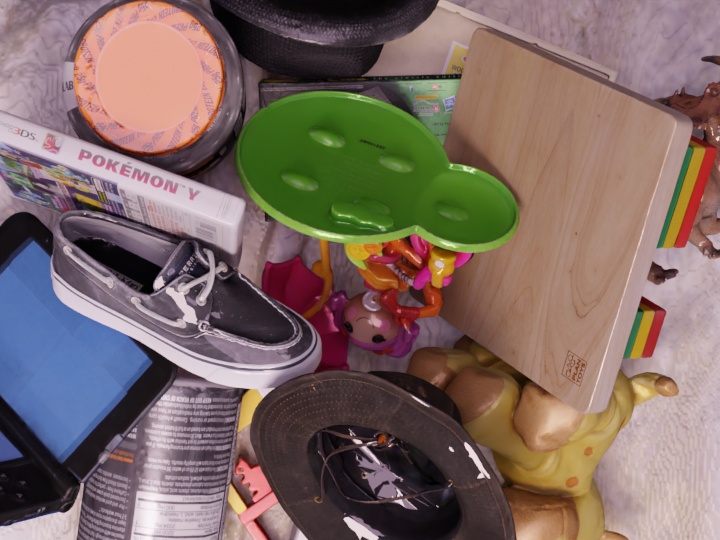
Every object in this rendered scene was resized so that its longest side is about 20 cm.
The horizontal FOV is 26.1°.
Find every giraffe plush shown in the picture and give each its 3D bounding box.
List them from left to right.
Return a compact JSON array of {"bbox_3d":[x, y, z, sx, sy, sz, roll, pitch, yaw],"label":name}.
[{"bbox_3d":[0.129,0.144,1.139,0.198,0.172,0.164,-2,104,-38],"label":"giraffe plush"}]

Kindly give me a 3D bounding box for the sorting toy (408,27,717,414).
[{"bbox_3d":[0.138,-0.038,1.060,0.069,0.198,0.202,-1,114,-38],"label":"sorting toy"}]

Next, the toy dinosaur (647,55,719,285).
[{"bbox_3d":[0.218,-0.066,1.159,0.198,0.086,0.137,-24,92,3],"label":"toy dinosaur"}]

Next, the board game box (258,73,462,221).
[{"bbox_3d":[0.026,-0.090,1.145,0.197,0.023,0.106,-1,104,2],"label":"board game box"}]

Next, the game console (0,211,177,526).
[{"bbox_3d":[-0.255,0.061,1.044,0.200,0.170,0.119,40,117,29],"label":"game console"}]

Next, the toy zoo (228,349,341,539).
[{"bbox_3d":[-0.036,0.153,1.176,0.131,0.020,0.201,-34,93,-2],"label":"toy zoo"}]

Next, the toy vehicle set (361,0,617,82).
[{"bbox_3d":[0.082,-0.127,1.175,0.198,0.027,0.126,22,90,-4],"label":"toy vehicle set"}]

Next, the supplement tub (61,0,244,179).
[{"bbox_3d":[-0.140,-0.123,1.074,0.121,0.200,0.124,0,91,-3],"label":"supplement tub"}]

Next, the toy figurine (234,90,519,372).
[{"bbox_3d":[0.000,0.000,1.100,0.198,0.151,0.185,19,134,8],"label":"toy figurine"}]

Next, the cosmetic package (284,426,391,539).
[{"bbox_3d":[-0.026,0.196,1.126,0.050,0.083,0.202,19,90,-3],"label":"cosmetic package"}]

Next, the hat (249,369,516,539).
[{"bbox_3d":[0.026,0.127,1.043,0.198,0.081,0.202,14,130,17],"label":"hat"}]

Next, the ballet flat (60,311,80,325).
[{"bbox_3d":[-0.230,0.076,1.125,0.067,0.067,0.201,31,88,22],"label":"ballet flat"}]

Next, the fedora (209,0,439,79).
[{"bbox_3d":[-0.042,-0.200,1.118,0.198,0.092,0.202,6,49,-7],"label":"fedora"}]

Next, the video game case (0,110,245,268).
[{"bbox_3d":[-0.165,-0.050,1.050,0.180,0.200,0.023,20,80,-2],"label":"video game case"}]

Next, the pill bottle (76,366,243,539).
[{"bbox_3d":[-0.148,0.166,1.115,0.105,0.106,0.203,9,96,-4],"label":"pill bottle"}]

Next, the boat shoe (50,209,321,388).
[{"bbox_3d":[-0.117,0.013,1.036,0.198,0.068,0.072,24,50,12],"label":"boat shoe"}]
